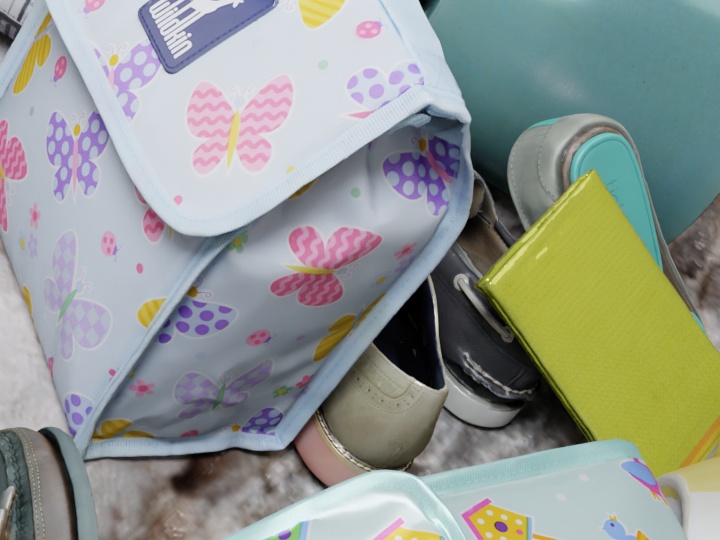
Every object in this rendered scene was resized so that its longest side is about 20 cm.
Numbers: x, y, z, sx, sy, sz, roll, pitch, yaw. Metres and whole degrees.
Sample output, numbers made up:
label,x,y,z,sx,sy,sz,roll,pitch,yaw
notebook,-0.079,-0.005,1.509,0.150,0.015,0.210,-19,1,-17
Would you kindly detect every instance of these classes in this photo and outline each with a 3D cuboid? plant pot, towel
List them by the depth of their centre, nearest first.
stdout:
label,x,y,z,sx,sy,sz,roll,pitch,yaw
towel,0.132,0.058,0.781,0.086,0.018,0.200,-45,107,-31
plant pot,0.106,-0.127,0.896,0.161,0.201,0.201,23,38,-15

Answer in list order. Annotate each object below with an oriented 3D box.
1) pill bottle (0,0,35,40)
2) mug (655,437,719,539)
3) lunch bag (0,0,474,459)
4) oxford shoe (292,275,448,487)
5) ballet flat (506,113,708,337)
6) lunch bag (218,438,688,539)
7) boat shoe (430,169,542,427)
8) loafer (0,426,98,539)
label,x,y,z,sx,sy,sz,roll,pitch,yaw
pill bottle,-0.132,-0.150,0.775,0.200,0.106,0.106,34,35,-9
mug,0.179,0.141,0.727,0.153,0.150,0.187,23,24,-9
lunch bag,-0.054,-0.053,0.656,0.127,0.200,0.170,4,49,-41
oxford shoe,0.000,0.000,0.757,0.071,0.074,0.200,12,43,-34
ballet flat,0.122,0.019,0.832,0.067,0.064,0.200,-27,107,-26
lunch bag,0.035,0.157,0.579,0.200,0.122,0.170,-2,53,-35
boat shoe,0.037,-0.023,0.829,0.074,0.060,0.200,8,46,-37
loafer,-0.113,0.127,0.520,0.063,0.072,0.200,12,45,-25
